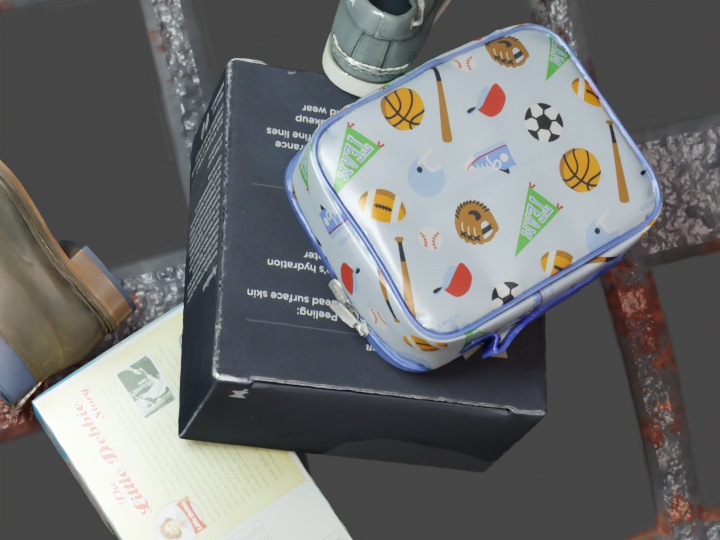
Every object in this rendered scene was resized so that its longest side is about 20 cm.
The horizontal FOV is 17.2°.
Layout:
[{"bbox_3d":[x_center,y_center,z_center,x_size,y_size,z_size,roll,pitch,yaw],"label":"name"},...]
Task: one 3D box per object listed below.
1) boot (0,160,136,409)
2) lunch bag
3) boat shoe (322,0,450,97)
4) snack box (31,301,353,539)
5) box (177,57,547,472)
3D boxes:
[{"bbox_3d":[-0.231,-0.013,1.395,0.200,0.075,0.097,45,77,-12],"label":"boot"},{"bbox_3d":[0.062,-0.037,1.335,0.199,0.076,0.161,-29,82,-25],"label":"lunch bag"},{"bbox_3d":[0.026,-0.187,1.421,0.072,0.062,0.201,19,47,-1],"label":"boat shoe"},{"bbox_3d":[-0.095,0.131,1.421,0.116,0.037,0.201,-32,80,-13],"label":"snack box"},{"bbox_3d":[0.000,0.000,1.405,0.195,0.117,0.202,8,66,-14],"label":"box"}]
